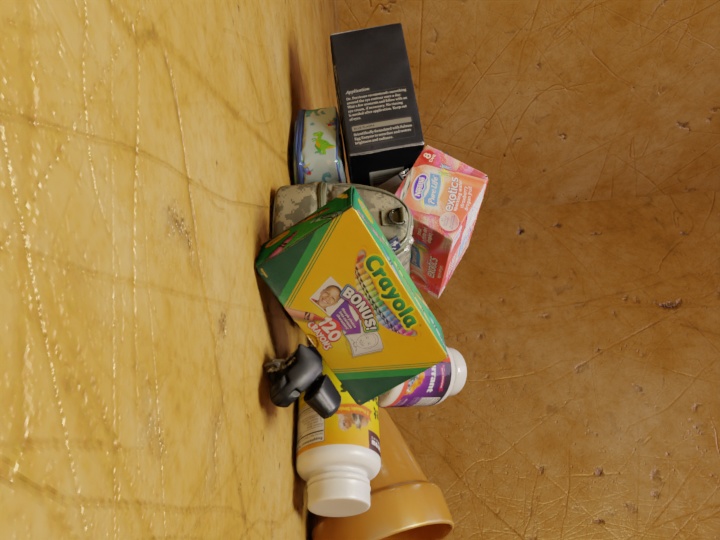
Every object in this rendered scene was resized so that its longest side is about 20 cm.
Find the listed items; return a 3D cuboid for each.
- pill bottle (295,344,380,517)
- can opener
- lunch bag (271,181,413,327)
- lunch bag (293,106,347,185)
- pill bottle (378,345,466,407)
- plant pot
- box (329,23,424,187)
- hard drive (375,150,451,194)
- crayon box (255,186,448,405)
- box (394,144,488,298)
[{"bbox_3d":[-0.029,0.199,0.756,0.111,0.106,0.205,83,4,-53],"label":"pill bottle"},{"bbox_3d":[-0.066,0.116,0.640,0.080,0.062,0.200,60,-6,-3],"label":"can opener"},{"bbox_3d":[-0.016,-0.016,0.735,0.201,0.162,0.143,80,6,-66],"label":"lunch bag"},{"bbox_3d":[-0.058,-0.142,0.932,0.203,0.080,0.164,83,4,-49],"label":"lunch bag"},{"bbox_3d":[0.087,0.164,0.963,0.197,0.110,0.115,11,70,-45],"label":"pill bottle"},{"bbox_3d":[0.011,0.310,0.848,0.202,0.195,0.187,83,-11,-55],"label":"plant pot"},{"bbox_3d":[0.025,-0.234,0.931,0.197,0.114,0.206,83,-1,-73],"label":"box"},{"bbox_3d":[0.076,-0.091,0.929,0.038,0.138,0.201,53,-15,21],"label":"hard drive"},{"bbox_3d":[-0.005,0.032,0.619,0.202,0.117,0.059,55,14,-23],"label":"crayon box"},{"bbox_3d":[0.099,-0.059,0.802,0.104,0.093,0.201,-56,166,-18],"label":"box"}]
